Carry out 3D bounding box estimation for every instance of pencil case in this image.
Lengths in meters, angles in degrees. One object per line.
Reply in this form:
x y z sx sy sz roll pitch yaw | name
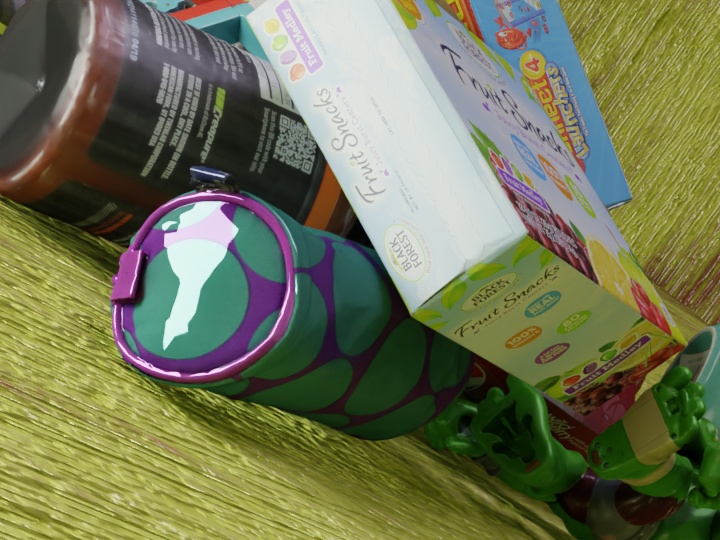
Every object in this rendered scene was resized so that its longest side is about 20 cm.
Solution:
-0.026 0.020 1.076 0.092 0.085 0.200 21 -1 27 | pencil case

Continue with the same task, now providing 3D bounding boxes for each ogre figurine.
0.133 0.106 1.241 0.120 0.199 0.098 43 45 -40 | ogre figurine

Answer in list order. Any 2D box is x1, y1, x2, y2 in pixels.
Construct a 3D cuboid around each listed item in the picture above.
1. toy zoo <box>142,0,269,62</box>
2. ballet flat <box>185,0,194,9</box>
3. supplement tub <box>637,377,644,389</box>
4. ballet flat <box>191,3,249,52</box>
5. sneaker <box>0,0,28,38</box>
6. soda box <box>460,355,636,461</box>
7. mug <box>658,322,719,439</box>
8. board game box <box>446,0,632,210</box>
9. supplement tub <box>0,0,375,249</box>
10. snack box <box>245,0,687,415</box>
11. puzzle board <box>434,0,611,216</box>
-0.069 -0.136 1.388 0.200 0.021 0.131 -22 48 -32 | toy zoo
-0.167 -0.172 1.459 0.200 0.067 0.064 18 46 -40 | ballet flat
0.131 0.038 1.581 0.107 0.107 0.200 36 7 5 | supplement tub
-0.058 -0.058 1.448 0.200 0.072 0.072 62 3 -10 | ballet flat
-0.179 -0.119 1.217 0.200 0.074 0.081 38 45 -34 | sneaker
0.063 0.037 1.309 0.070 0.064 0.200 -13 -32 35 | soda box
0.230 0.111 1.565 0.114 0.185 0.152 32 31 -6 | mug
0.065 -0.109 1.576 0.196 0.056 0.201 -24 -93 65 | board game box
-0.072 -0.051 1.174 0.200 0.107 0.107 24 12 -32 | supplement tub
0.051 -0.038 1.145 0.200 0.068 0.169 33 25 -59 | snack box
0.046 -0.028 1.345 0.017 0.151 0.200 16 -23 45 | puzzle board
